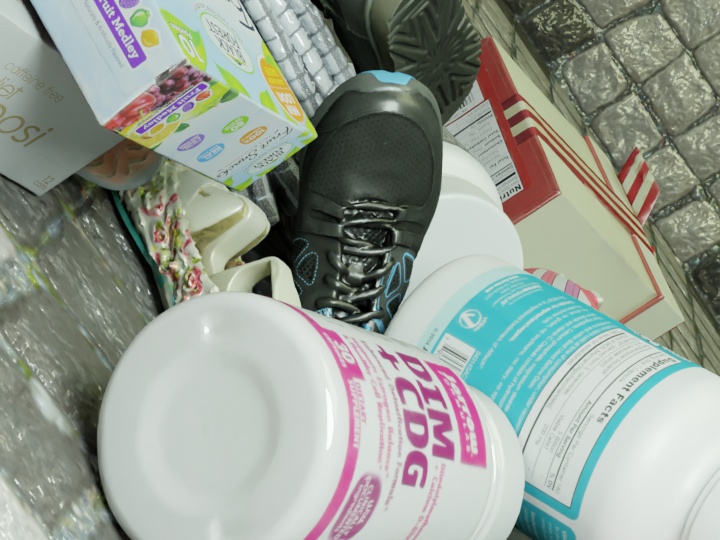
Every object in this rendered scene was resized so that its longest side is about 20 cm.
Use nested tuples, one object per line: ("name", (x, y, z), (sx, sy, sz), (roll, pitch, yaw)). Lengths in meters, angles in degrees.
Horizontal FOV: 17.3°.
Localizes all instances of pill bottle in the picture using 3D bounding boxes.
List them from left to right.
("pill bottle", (-0.013, 0.079, 1.006), (0.200, 0.113, 0.114), (20, 39, -60))
("pill bottle", (0.015, -0.035, 1.345), (0.114, 0.114, 0.200), (50, 1, -29))
("pill bottle", (0.108, 0.079, 1.118), (0.200, 0.111, 0.111), (30, -4, 34))

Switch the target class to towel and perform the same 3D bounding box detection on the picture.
("towel", (-0.085, -0.119, 1.236), (0.200, 0.085, 0.165), (58, -14, -16))

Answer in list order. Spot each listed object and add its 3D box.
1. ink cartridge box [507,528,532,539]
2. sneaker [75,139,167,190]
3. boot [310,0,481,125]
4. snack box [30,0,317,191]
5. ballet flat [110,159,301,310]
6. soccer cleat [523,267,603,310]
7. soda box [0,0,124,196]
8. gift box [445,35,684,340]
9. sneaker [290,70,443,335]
("ink cartridge box", (0.051, 0.096, 1.272), (0.199, 0.047, 0.198), (10, 26, -9))
("sneaker", (-0.149, -0.131, 1.138), (0.200, 0.071, 0.080), (56, 17, -1))
("boot", (-0.028, -0.169, 1.221), (0.200, 0.073, 0.182), (41, -20, 22))
("snack box", (-0.109, -0.140, 1.041), (0.201, 0.053, 0.142), (60, 14, 19))
("ballet flat", (-0.065, 0.004, 1.147), (0.076, 0.064, 0.201), (36, 24, -53))
("soccer cleat", (0.106, 0.063, 1.249), (0.200, 0.076, 0.067), (-124, -145, -47))
("soda box", (-0.170, -0.102, 0.994), (0.064, 0.068, 0.200), (63, 13, 26))
("gift box", (0.093, -0.025, 1.548), (0.187, 0.184, 0.201), (43, 25, -41))
("sneaker", (0.000, 0.000, 1.154), (0.073, 0.201, 0.082), (7, 30, -12))
